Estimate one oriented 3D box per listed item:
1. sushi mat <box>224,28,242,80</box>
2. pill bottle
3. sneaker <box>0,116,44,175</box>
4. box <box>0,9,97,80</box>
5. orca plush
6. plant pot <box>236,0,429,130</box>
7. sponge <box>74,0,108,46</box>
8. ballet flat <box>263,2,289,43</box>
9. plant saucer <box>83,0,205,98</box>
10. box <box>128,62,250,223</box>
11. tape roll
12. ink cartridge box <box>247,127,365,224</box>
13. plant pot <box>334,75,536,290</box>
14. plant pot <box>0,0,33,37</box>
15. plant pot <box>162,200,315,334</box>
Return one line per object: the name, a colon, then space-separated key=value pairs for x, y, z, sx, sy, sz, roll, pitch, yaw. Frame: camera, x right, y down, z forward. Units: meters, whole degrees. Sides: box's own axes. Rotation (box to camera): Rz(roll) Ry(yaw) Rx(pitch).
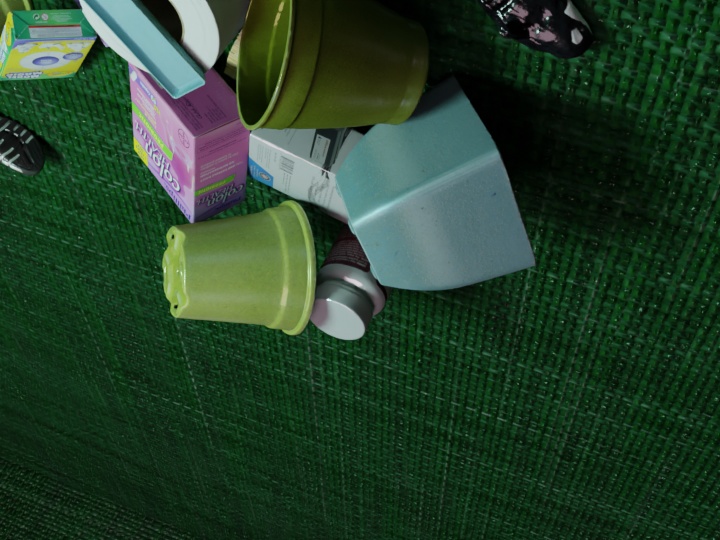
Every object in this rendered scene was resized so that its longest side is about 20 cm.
sushi mat: x=-0.097 y=-0.260 z=1.359 sx=0.200 sy=0.012 sz=0.096 roll=32 pitch=145 yaw=-7
pill bottle: x=0.000 y=0.000 z=1.468 sx=0.114 sy=0.200 sz=0.114 roll=18 pitch=145 yaw=13
sneaker: x=-0.656 y=-0.227 z=1.737 sx=0.200 sy=0.076 sz=0.116 roll=40 pitch=150 yaw=0
box: x=-0.469 y=-0.326 z=1.411 sx=0.200 sy=0.117 sz=0.049 roll=-14 pitch=86 yaw=62
orca plush: x=0.175 y=-0.298 z=1.076 sx=0.200 sy=0.071 sz=0.105 roll=44 pitch=142 yaw=-23
plant pot: x=-0.028 y=-0.254 z=1.152 sx=0.192 sy=0.201 sz=0.200 roll=6 pitch=152 yaw=-23
sponge: x=-0.366 y=-0.406 z=1.335 sx=0.111 sy=0.030 sz=0.200 roll=2 pitch=138 yaw=34
ballet flat: x=-0.069 y=-0.296 z=1.264 sx=0.063 sy=0.068 sz=0.200 roll=-18 pitch=128 yaw=11
plant saucer: x=-0.274 y=-0.298 z=1.179 sx=0.070 sy=0.019 sz=0.200 roll=-13 pitch=128 yaw=44
box: x=-0.250 y=-0.202 z=1.400 sx=0.176 sy=0.097 sz=0.200 roll=50 pitch=153 yaw=22
tape roll: x=-0.237 y=-0.362 z=1.210 sx=0.202 sy=0.139 sz=0.203 roll=17 pitch=144 yaw=13
ink cartridge box: x=-0.056 y=-0.153 z=1.385 sx=0.200 sy=0.084 sz=0.145 roll=27 pitch=161 yaw=1
plant pot: x=0.082 y=-0.091 z=1.230 sx=0.199 sy=0.196 sz=0.197 roll=-23 pitch=131 yaw=4
plant pot: x=-0.621 y=-0.369 z=1.418 sx=0.200 sy=0.185 sz=0.201 roll=17 pitch=144 yaw=13
plant pot: x=-0.186 y=-0.001 z=1.405 sx=0.184 sy=0.201 sz=0.200 roll=-2 pitch=154 yaw=-23
